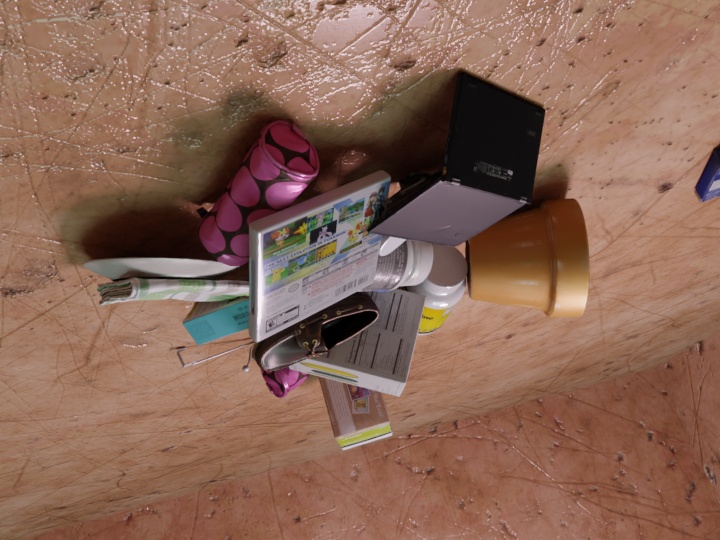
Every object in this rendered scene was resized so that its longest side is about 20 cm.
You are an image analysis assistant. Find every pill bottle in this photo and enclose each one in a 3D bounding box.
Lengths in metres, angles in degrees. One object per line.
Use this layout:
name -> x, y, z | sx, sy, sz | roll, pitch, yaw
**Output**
pill bottle -> 0.005, -0.024, 1.049 | 0.200, 0.114, 0.114 | 1, 151, -37
pill bottle -> 0.126, 0.034, 1.276 | 0.112, 0.113, 0.200 | -12, 156, -15

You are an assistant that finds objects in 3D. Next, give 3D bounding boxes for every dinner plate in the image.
dinner plate -> -0.261, 0.003, 0.930 | 0.200, 0.024, 0.200 | -1, 176, 0

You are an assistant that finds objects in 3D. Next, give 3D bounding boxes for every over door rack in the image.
over door rack -> -0.230, 0.140, 1.315 | 0.200, 0.067, 0.148 | -5, 154, -28

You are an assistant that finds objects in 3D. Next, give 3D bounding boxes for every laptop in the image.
laptop -> 0.128, -0.131, 0.911 | 0.187, 0.200, 0.116 | 6, -176, -45

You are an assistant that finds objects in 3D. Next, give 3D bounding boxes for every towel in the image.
towel -> -0.236, 0.031, 0.954 | 0.200, 0.031, 0.149 | 3, 175, -38

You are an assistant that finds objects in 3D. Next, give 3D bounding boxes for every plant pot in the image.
plant pot -> 0.274, -0.017, 1.197 | 0.183, 0.201, 0.200 | -3, 158, 5

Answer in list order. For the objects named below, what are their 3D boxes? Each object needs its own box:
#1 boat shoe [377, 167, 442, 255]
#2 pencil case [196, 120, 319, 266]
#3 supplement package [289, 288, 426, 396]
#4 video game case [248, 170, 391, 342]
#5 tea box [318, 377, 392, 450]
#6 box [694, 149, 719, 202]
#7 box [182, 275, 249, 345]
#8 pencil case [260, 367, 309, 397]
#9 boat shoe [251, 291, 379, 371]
boat shoe -> 0.082, -0.106, 0.980 | 0.200, 0.068, 0.072 | -40, 162, -4
pencil case -> -0.123, -0.092, 0.838 | 0.091, 0.094, 0.200 | 40, 135, -10
supplement package -> -0.009, 0.106, 1.176 | 0.200, 0.151, 0.152 | 14, 163, 3
video game case -> -0.052, -0.017, 0.874 | 0.200, 0.022, 0.182 | -26, 142, -32
tea box -> -0.015, 0.303, 1.679 | 0.133, 0.200, 0.197 | -16, 156, -3
box -> 0.689, -0.196, 1.272 | 0.121, 0.032, 0.200 | -21, 159, 6
box -> -0.171, 0.047, 1.086 | 0.200, 0.082, 0.049 | -19, 118, 20
pencil case -> -0.099, 0.159, 1.319 | 0.200, 0.091, 0.094 | -31, 167, -39
boat shoe -> -0.066, 0.093, 1.054 | 0.200, 0.070, 0.070 | -33, 136, -9
